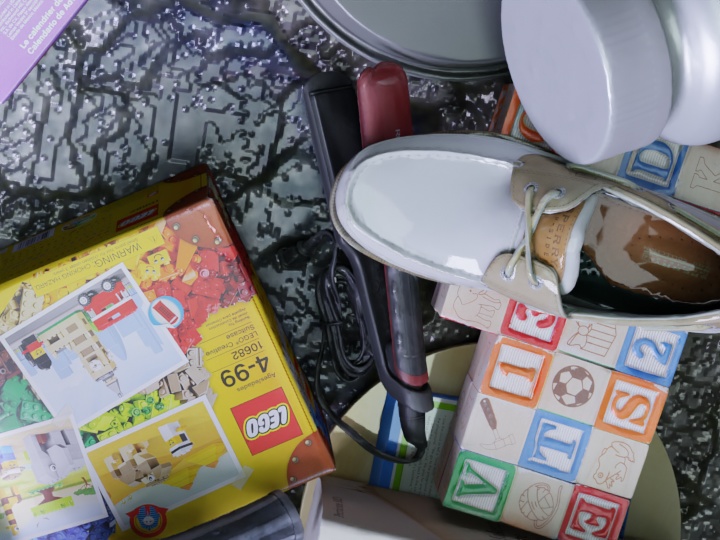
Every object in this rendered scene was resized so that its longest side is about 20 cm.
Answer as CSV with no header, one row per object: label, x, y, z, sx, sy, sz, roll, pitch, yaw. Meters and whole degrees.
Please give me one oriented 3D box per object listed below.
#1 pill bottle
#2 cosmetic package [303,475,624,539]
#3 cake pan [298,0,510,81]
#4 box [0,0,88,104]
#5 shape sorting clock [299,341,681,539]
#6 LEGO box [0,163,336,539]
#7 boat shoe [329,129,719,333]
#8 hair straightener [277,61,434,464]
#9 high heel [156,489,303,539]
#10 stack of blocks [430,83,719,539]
pill bottle,0.170,-0.120,0.749,0.200,0.110,0.110,-21,108,-18
cosmetic package,0.069,0.161,0.807,0.200,0.104,0.073,14,94,-5
cake pan,0.051,-0.184,0.782,0.200,0.037,0.200,-2,106,-6
box,-0.099,-0.169,0.720,0.039,0.137,0.200,39,100,-14
shape sorting clock,0.067,0.135,0.875,0.200,0.039,0.200,0,96,-2
LEGO box,-0.133,0.059,0.814,0.200,0.077,0.149,-23,107,1
boat shoe,0.086,-0.018,0.745,0.200,0.068,0.075,10,95,-2
hair straightener,0.000,0.000,0.826,0.077,0.041,0.200,0,107,40
high heel,-0.110,0.184,0.807,0.143,0.071,0.200,-21,149,-29
stack of blocks,0.094,0.022,0.814,0.115,0.059,0.200,17,95,-3
